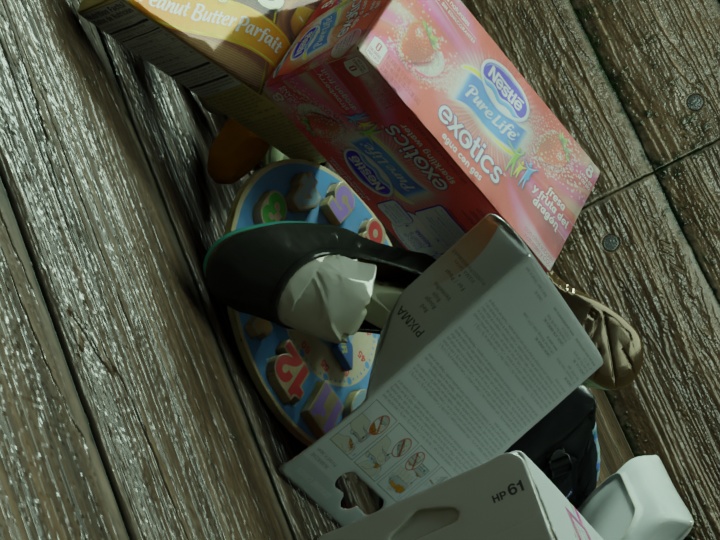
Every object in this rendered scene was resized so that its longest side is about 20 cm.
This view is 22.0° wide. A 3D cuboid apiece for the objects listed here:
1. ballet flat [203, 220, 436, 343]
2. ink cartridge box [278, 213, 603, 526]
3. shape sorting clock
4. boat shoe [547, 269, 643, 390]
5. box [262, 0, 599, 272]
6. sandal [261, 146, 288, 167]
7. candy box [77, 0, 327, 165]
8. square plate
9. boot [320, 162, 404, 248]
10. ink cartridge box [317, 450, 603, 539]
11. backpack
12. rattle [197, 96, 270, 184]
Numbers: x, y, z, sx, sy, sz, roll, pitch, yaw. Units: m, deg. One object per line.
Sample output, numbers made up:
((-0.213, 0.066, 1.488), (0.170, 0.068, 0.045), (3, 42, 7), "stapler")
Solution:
((-0.004, 0.011, 1.141), (0.199, 0.068, 0.068), (5, 28, -45), "ballet flat")
((0.047, 0.077, 1.169), (0.050, 0.200, 0.162), (52, 2, 37), "ink cartridge box")
((-0.021, 0.023, 1.212), (0.199, 0.039, 0.202), (22, 61, -47), "shape sorting clock")
((0.111, 0.023, 1.333), (0.200, 0.073, 0.063), (40, -22, -9), "boat shoe")
((0.048, -0.090, 1.199), (0.200, 0.102, 0.095), (47, 54, -22), "box")
((-0.039, -0.047, 1.390), (0.080, 0.057, 0.202), (56, 18, -33), "sandal")
((-0.076, -0.168, 1.210), (0.199, 0.055, 0.116), (33, 63, -32), "candy box")
((0.144, 0.217, 1.277), (0.028, 0.200, 0.198), (40, 7, -4), "square plate")
((0.000, 0.000, 1.324), (0.166, 0.072, 0.201), (43, 54, -37), "boot")
((0.074, 0.199, 1.103), (0.200, 0.144, 0.085), (48, 19, -56), "ink cartridge box")
((0.104, 0.147, 1.370), (0.154, 0.163, 0.200), (50, -1, 36), "backpack")
((-0.104, -0.183, 1.274), (0.143, 0.129, 0.201), (-40, 132, -43), "rattle")
